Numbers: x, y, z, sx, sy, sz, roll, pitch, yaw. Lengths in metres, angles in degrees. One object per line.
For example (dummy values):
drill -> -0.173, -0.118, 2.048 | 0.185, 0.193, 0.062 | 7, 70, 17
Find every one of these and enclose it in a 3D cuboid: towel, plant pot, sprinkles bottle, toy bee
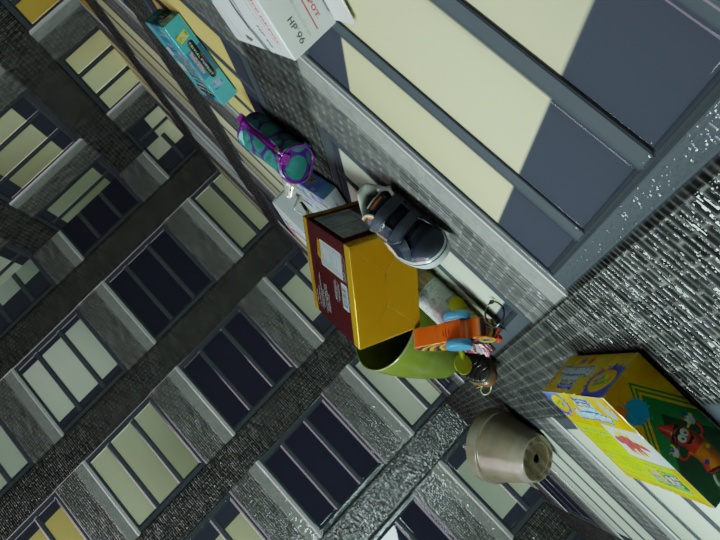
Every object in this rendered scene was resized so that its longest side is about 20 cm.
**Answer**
towel -> 0.214, 0.134, 1.339 | 0.144, 0.023, 0.200 | 43, 173, 0
plant pot -> 0.410, 0.482, 1.607 | 0.200, 0.201, 0.172 | 48, 155, -21
sprinkles bottle -> 0.144, 0.055, 1.156 | 0.200, 0.068, 0.068 | 44, 173, 17
toy bee -> 0.194, 0.117, 1.053 | 0.107, 0.134, 0.198 | 16, 174, -39
plant pot -> 0.123, 0.154, 1.284 | 0.198, 0.189, 0.187 | 28, -177, -32

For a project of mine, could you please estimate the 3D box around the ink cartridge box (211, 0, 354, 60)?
ink cartridge box -> -0.102, -0.300, 0.639 | 0.199, 0.068, 0.116 | 37, 169, 48

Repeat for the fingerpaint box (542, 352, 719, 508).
fingerpaint box -> 0.339, 0.186, 0.746 | 0.167, 0.073, 0.200 | 44, 172, 6

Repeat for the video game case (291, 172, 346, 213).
video game case -> -0.080, -0.153, 1.390 | 0.199, 0.045, 0.182 | 38, 171, 45

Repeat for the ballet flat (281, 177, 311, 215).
ballet flat -> -0.159, -0.193, 1.550 | 0.201, 0.064, 0.067 | 52, 170, -34

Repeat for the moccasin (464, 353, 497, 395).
moccasin -> 0.276, 0.237, 1.390 | 0.077, 0.074, 0.201 | 35, 170, -4

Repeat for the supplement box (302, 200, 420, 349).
supplement box -> 0.000, 0.000, 1.118 | 0.200, 0.131, 0.201 | 36, 137, 55

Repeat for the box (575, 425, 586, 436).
box -> 0.405, 0.263, 0.919 | 0.042, 0.039, 0.200 | 49, 172, -18

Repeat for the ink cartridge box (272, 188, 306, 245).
ink cartridge box -> -0.161, -0.143, 1.753 | 0.145, 0.083, 0.200 | 43, 172, 20

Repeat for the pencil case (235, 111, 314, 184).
pencil case -> -0.176, -0.255, 1.232 | 0.199, 0.086, 0.092 | 39, -173, 39

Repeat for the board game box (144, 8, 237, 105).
board game box -> -0.373, -0.471, 1.325 | 0.151, 0.047, 0.201 | 38, 169, 49

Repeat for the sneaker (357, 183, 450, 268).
sneaker -> 0.056, -0.073, 0.930 | 0.079, 0.079, 0.200 | 44, 177, -41
